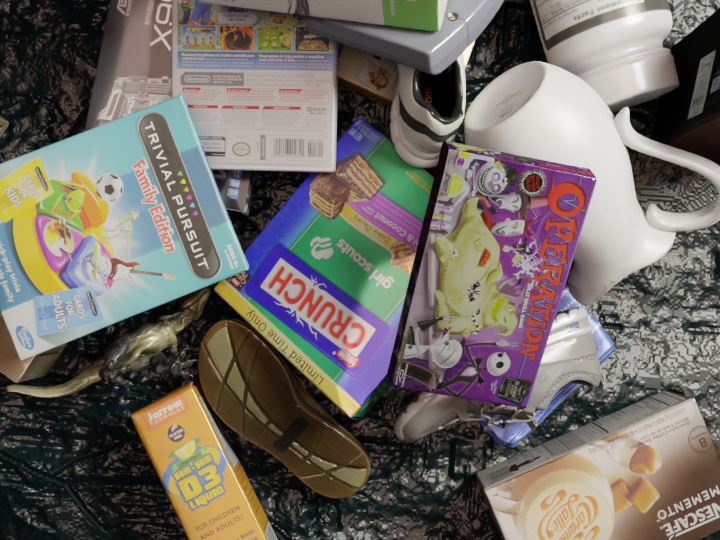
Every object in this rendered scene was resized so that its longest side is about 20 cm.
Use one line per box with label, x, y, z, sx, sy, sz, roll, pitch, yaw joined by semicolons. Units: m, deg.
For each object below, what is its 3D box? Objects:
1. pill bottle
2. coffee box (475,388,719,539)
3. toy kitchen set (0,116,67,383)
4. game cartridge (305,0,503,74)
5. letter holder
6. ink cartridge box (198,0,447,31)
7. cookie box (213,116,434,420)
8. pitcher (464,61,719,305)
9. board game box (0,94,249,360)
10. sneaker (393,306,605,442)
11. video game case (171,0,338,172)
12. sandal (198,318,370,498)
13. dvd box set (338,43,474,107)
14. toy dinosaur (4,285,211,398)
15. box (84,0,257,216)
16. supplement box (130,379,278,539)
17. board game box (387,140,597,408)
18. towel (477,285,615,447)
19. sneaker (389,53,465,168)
pill bottle;0.206;-0.243;0.892;0.112;0.114;0.203;-16;89;0
coffee box;0.216;0.199;0.899;0.198;0.080;0.116;-23;89;0
toy kitchen set;-0.329;-0.029;0.869;0.199;0.163;0.182;34;89;1
game cartridge;0.058;-0.249;0.826;0.132;0.041;0.201;21;65;22
letter holder;0.345;-0.147;0.845;0.140;0.200;0.102;13;89;1
ink cartridge box;-0.022;-0.275;0.779;0.197;0.084;0.147;9;62;9
cookie box;0.000;0.000;0.893;0.171;0.075;0.201;40;89;14
pitcher;0.194;-0.084;0.840;0.170;0.122;0.200;-29;120;28
board game box;-0.210;-0.036;0.835;0.198;0.047;0.153;-22;96;-4
sneaker;0.123;0.106;0.881;0.198;0.075;0.083;-26;84;-2
video game case;-0.089;-0.187;0.859;0.141;0.018;0.203;2;97;3
sandal;-0.069;0.124;0.920;0.080;0.054;0.200;-42;103;13
dvd box set;0.010;-0.234;0.907;0.198;0.029;0.148;21;87;-15
toy dinosaur;-0.197;0.074;0.875;0.198;0.088;0.048;-27;115;-29
box;-0.160;-0.163;0.925;0.155;0.050;0.203;12;88;0
supplement box;-0.132;0.202;0.910;0.066;0.069;0.202;-27;86;-2
board game box;0.099;0.008;0.797;0.118;0.032;0.203;7;112;-11
towel;0.121;0.043;0.932;0.144;0.024;0.201;-41;89;-1
sneaker;0.059;-0.193;0.853;0.073;0.080;0.203;-4;77;-13
